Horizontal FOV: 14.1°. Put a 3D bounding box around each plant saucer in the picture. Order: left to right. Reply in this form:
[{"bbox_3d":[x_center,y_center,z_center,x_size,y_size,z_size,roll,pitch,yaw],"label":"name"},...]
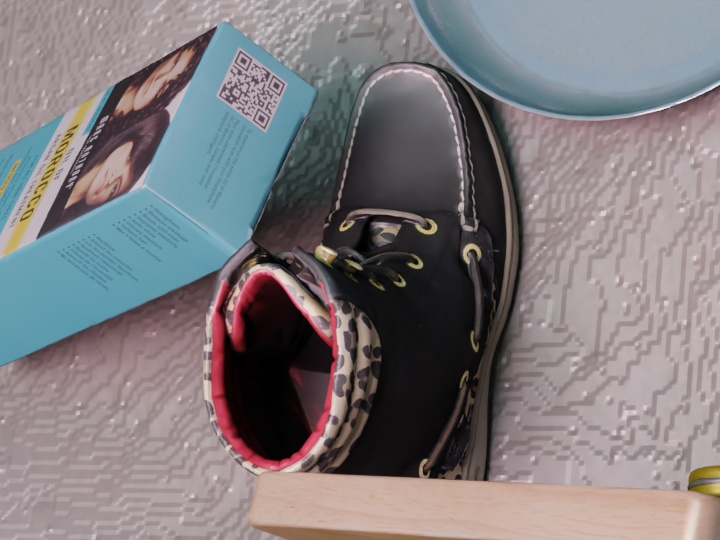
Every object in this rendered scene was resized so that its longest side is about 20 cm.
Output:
[{"bbox_3d":[0.109,-0.151,1.159,0.200,0.027,0.201,-8,71,25],"label":"plant saucer"}]

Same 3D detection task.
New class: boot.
[{"bbox_3d":[0.001,0.001,1.090,0.073,0.154,0.204,-3,74,21],"label":"boot"}]

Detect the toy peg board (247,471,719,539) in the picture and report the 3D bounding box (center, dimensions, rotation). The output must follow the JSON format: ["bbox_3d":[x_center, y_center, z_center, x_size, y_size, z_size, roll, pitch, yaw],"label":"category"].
[{"bbox_3d":[0.091,0.137,0.907,0.200,0.199,0.098,-2,71,50],"label":"toy peg board"}]

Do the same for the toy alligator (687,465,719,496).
[{"bbox_3d":[0.122,0.100,1.056,0.199,0.054,0.059,-5,71,26],"label":"toy alligator"}]

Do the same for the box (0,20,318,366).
[{"bbox_3d":[-0.102,-0.025,1.150,0.200,0.049,0.082,-23,36,52],"label":"box"}]
